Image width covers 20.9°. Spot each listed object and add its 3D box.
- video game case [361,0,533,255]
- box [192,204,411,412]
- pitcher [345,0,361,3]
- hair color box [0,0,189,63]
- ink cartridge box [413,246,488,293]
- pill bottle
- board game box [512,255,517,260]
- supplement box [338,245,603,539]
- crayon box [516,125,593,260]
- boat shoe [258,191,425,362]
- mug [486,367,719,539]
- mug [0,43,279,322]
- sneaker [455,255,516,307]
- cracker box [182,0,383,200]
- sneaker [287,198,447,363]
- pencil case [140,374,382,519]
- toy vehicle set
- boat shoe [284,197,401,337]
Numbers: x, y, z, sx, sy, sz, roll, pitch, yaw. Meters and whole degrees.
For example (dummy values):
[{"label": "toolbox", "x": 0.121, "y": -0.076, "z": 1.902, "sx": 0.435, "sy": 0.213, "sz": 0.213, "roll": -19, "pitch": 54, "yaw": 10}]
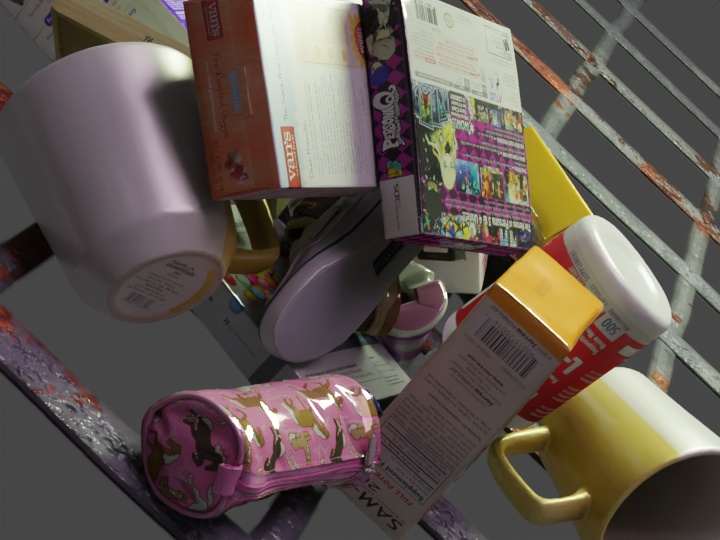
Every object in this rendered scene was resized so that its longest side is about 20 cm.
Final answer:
[{"label": "video game case", "x": 0.068, "y": -0.106, "z": 1.452, "sx": 0.200, "sy": 0.036, "sz": 0.182, "roll": 5, "pitch": 77, "yaw": -62}, {"label": "box", "x": -0.061, "y": 0.035, "z": 1.484, "sx": 0.200, "sy": 0.041, "sz": 0.156, "roll": 49, "pitch": 22, "yaw": 16}, {"label": "pitcher", "x": -0.046, "y": -0.212, "z": 1.848, "sx": 0.121, "sy": 0.171, "sz": 0.200, "roll": -91, "pitch": 160, "yaw": -45}, {"label": "hair color box", "x": -0.197, "y": -0.199, "z": 1.578, "sx": 0.200, "sy": 0.109, "sz": 0.065, "roll": 48, "pitch": 23, "yaw": 9}, {"label": "ink cartridge box", "x": 0.074, "y": -0.059, "z": 1.640, "sx": 0.068, "sy": 0.200, "sz": 0.116, "roll": 3, "pitch": 29, "yaw": 9}, {"label": "pill bottle", "x": 0.140, "y": 0.055, "z": 1.569, "sx": 0.112, "sy": 0.200, "sz": 0.112, "roll": 45, "pitch": 20, "yaw": -21}, {"label": "board game box", "x": 0.084, "y": -0.103, "z": 1.987, "sx": 0.200, "sy": 0.041, "sz": 0.200, "roll": 27, "pitch": 27, "yaw": -37}, {"label": "supplement box", "x": 0.078, "y": 0.088, "z": 1.413, "sx": 0.074, "sy": 0.200, "sz": 0.126, "roll": 42, "pitch": 23, "yaw": 5}, {"label": "crayon box", "x": 0.169, "y": -0.037, "z": 1.734, "sx": 0.126, "sy": 0.052, "sz": 0.200, "roll": 61, "pitch": -4, "yaw": 40}, {"label": "boat shoe", "x": -0.017, "y": -0.006, "z": 1.438, "sx": 0.065, "sy": 0.074, "sz": 0.200, "roll": 17, "pitch": 43, "yaw": 36}, {"label": "mug", "x": 0.212, "y": 0.153, "z": 1.620, "sx": 0.186, "sy": 0.149, "sz": 0.153, "roll": 32, "pitch": 16, "yaw": -43}, {"label": "mug", "x": -0.139, "y": -0.053, "z": 1.338, "sx": 0.186, "sy": 0.150, "sz": 0.153, "roll": -11, "pitch": 59, "yaw": -21}, {"label": "sneaker", "x": 0.115, "y": -0.006, "z": 1.816, "sx": 0.199, "sy": 0.076, "sz": 0.114, "roll": 47, "pitch": 19, "yaw": 3}, {"label": "cracker box", "x": -0.041, "y": -0.118, "z": 1.344, "sx": 0.200, "sy": 0.058, "sz": 0.134, "roll": -5, "pitch": 87, "yaw": -65}, {"label": "sneaker", "x": 0.000, "y": 0.000, "z": 1.605, "sx": 0.080, "sy": 0.089, "sz": 0.200, "roll": -21, "pitch": 54, "yaw": -17}, {"label": "pencil case", "x": -0.062, "y": 0.114, "z": 1.288, "sx": 0.200, "sy": 0.086, "sz": 0.083, "roll": 0, "pitch": 79, "yaw": -60}, {"label": "toy vehicle set", "x": -0.140, "y": -0.125, "z": 1.468, "sx": 0.200, "sy": 0.124, "sz": 0.027, "roll": 29, "pitch": 62, "yaw": 11}, {"label": "boat shoe", "x": -0.024, "y": -0.036, "z": 1.524, "sx": 0.072, "sy": 0.072, "sz": 0.200, "roll": 2, "pitch": 55, "yaw": -21}]
